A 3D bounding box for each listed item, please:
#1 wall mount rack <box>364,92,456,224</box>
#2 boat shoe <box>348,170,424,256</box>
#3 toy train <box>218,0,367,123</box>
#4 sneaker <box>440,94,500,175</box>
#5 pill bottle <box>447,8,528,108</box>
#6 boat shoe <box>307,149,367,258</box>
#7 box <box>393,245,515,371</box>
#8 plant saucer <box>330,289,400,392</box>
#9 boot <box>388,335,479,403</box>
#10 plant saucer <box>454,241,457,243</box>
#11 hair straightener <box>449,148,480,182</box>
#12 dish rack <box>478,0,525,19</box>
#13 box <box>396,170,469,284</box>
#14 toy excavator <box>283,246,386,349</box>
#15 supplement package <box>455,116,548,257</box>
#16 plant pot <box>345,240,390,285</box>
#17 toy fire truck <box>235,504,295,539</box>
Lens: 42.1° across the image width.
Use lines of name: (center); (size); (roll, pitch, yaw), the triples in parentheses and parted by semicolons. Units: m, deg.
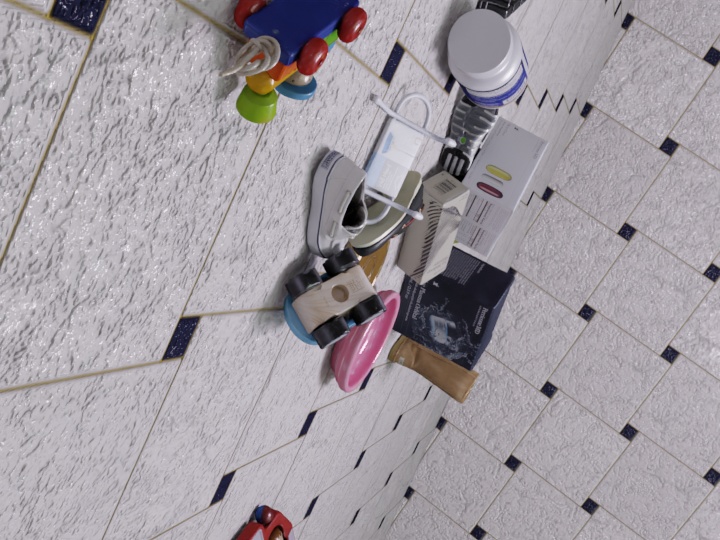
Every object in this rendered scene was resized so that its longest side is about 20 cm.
wall mount rack: (0.040, -0.157, 1.289); (0.173, 0.074, 0.202); (21, 96, -38)
boat shoe: (0.044, -0.076, 1.411); (0.202, 0.073, 0.064); (-53, 141, -47)
toy train: (-0.083, -0.174, 0.815); (0.200, 0.084, 0.116); (-50, 174, -43)
sneaker: (0.208, -0.276, 1.685); (0.116, 0.075, 0.201); (-56, 175, -44)
pill bottle: (0.196, -0.325, 1.440); (0.117, 0.115, 0.200); (-64, 166, 4)
boat shoe: (-0.022, -0.073, 1.208); (0.072, 0.065, 0.201); (-51, 163, -33)
box: (0.190, 0.068, 1.946); (0.118, 0.199, 0.198); (-48, 159, -44)
plant saucer: (0.004, 0.120, 1.681); (0.201, 0.050, 0.201); (-56, 163, -26)
boot: (0.183, 0.202, 2.154); (0.175, 0.199, 0.067); (-50, 161, -41)
plant saucer: (0.284, -0.175, 2.155); (0.200, 0.048, 0.201); (-52, 162, -36)
hair straightener: (0.173, -0.178, 1.795); (0.201, 0.041, 0.077); (-55, 164, -14)
dish rack: (0.255, -0.504, 1.468); (0.154, 0.054, 0.201); (-50, 159, -48)
box: (0.132, -0.077, 1.719); (0.082, 0.068, 0.201); (-30, 147, -35)
toy excavator: (-0.033, 0.047, 1.321); (0.193, 0.100, 0.200); (-28, 173, -29)
supplement package: (0.255, -0.160, 1.789); (0.201, 0.110, 0.156); (-59, 174, -34)
plant pot: (0.000, 0.000, 1.502); (0.201, 0.027, 0.201); (-57, 164, -26)
toy fire truck: (-0.176, 0.509, 1.648); (0.200, 0.111, 0.169); (-48, 141, -48)
